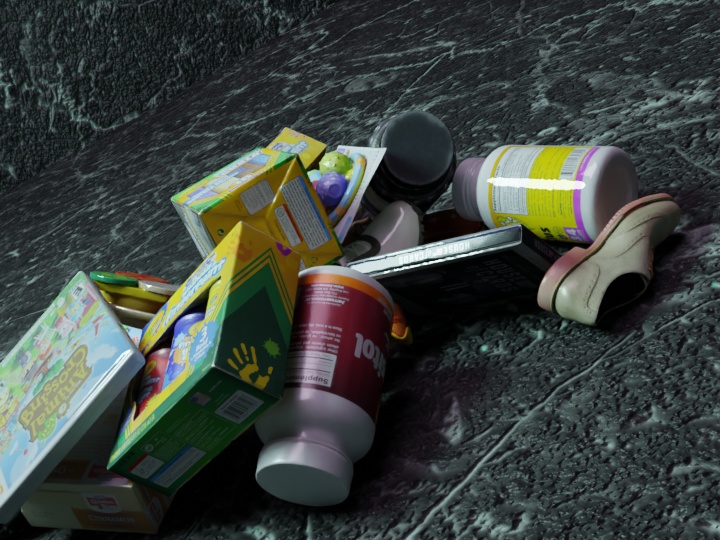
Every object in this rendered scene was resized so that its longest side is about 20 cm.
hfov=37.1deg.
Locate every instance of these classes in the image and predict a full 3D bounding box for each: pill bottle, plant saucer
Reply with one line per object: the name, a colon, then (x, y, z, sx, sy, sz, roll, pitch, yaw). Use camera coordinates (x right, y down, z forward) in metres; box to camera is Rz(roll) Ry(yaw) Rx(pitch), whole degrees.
pill bottle: (-0.035, 0.106, 0.990, 0.112, 0.113, 0.202, -12, 49, 30)
plant saucer: (0.065, -0.011, 1.303, 0.198, 0.033, 0.201, -23, 20, 9)
pill bottle: (0.201, -0.087, 1.200, 0.198, 0.105, 0.104, 7, 38, 43)
pill bottle: (0.055, -0.126, 1.291, 0.111, 0.113, 0.200, -29, -3, -8)

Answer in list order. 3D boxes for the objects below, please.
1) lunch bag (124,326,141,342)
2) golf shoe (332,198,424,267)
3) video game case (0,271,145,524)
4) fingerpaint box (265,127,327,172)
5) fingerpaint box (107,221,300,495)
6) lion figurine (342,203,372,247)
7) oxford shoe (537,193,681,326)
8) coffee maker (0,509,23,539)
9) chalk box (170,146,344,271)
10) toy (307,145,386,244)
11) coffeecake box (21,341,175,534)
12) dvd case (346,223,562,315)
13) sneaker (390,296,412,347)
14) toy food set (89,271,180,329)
lunch bag: (-0.244, 0.133, 1.270, 0.149, 0.095, 0.201, -24, 31, -1)
golf shoe: (0.000, 0.000, 1.185, 0.077, 0.088, 0.202, 25, 79, 41)
video game case: (-0.308, 0.116, 1.048, 0.200, 0.022, 0.182, -49, 39, -1)
fingerpaint box: (-0.128, -0.072, 1.468, 0.072, 0.169, 0.200, 24, 39, 11)
fingerpaint box: (-0.145, 0.083, 0.989, 0.200, 0.073, 0.169, -42, 30, 38)
lion figurine: (-0.037, -0.014, 1.310, 0.122, 0.073, 0.200, -34, 6, 11)
oxford shoe: (0.263, -0.006, 1.057, 0.199, 0.071, 0.073, -37, 50, -26)
coffee maker: (-0.430, 0.214, 1.213, 0.190, 0.136, 0.201, -23, 22, 9)
chalk box: (-0.120, -0.052, 1.179, 0.123, 0.126, 0.200, -31, 19, -12)
toy: (-0.038, -0.098, 1.242, 0.117, 0.047, 0.200, -65, 14, 0)
coffeecake box: (-0.250, 0.169, 1.120, 0.151, 0.074, 0.201, -2, 39, 21)
dvd case: (0.106, 0.004, 1.104, 0.197, 0.150, 0.025, -12, 68, 31)
sneaker: (-0.036, 0.103, 1.113, 0.199, 0.078, 0.073, -37, -23, 11)
toy food set: (-0.209, 0.039, 1.197, 0.197, 0.049, 0.198, 13, 2, -3)
